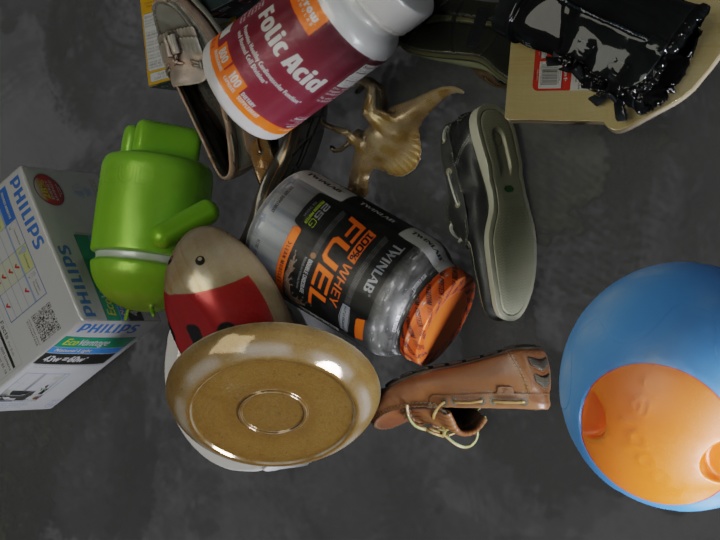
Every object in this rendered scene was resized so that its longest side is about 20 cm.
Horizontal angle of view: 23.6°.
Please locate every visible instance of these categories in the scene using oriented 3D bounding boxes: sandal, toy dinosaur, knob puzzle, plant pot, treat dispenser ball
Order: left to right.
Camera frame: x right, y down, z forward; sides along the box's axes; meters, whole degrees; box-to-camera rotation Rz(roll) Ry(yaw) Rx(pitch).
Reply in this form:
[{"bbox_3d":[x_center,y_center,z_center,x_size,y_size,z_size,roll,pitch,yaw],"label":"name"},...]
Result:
[{"bbox_3d":[-0.086,-0.100,1.687,0.055,0.082,0.200,22,86,14],"label":"sandal"},{"bbox_3d":[-0.081,0.123,1.591,0.200,0.200,0.028,-35,37,30],"label":"plant pot"},{"bbox_3d":[0.027,-0.143,1.661,0.101,0.058,0.200,50,125,8],"label":"toy dinosaur"},{"bbox_3d":[0.126,-0.205,1.577,0.201,0.057,0.080,23,77,28],"label":"sandal"},{"bbox_3d":[0.232,-0.212,1.501,0.219,0.030,0.220,-5,74,18],"label":"knob puzzle"},{"bbox_3d":[0.262,0.093,1.390,0.201,0.201,0.201,0,90,36],"label":"treat dispenser ball"}]

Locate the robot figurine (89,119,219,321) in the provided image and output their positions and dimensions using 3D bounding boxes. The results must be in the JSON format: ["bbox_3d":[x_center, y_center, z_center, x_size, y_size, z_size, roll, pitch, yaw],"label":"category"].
[{"bbox_3d":[-0.214,-0.049,1.757,0.175,0.116,0.200,-8,74,63],"label":"robot figurine"}]

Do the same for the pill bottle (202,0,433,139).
[{"bbox_3d":[-0.038,-0.217,1.576,0.200,0.114,0.114,-34,71,27],"label":"pill bottle"}]

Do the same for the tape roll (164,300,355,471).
[{"bbox_3d":[-0.101,0.101,1.732,0.202,0.071,0.203,-1,89,35],"label":"tape roll"}]

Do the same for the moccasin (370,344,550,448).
[{"bbox_3d":[0.091,0.124,1.592,0.201,0.074,0.078,-16,77,34],"label":"moccasin"}]

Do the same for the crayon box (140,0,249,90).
[{"bbox_3d":[-0.169,-0.299,1.794,0.126,0.052,0.200,-10,85,35],"label":"crayon box"}]

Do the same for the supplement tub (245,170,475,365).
[{"bbox_3d":[0.000,0.000,1.617,0.200,0.122,0.123,30,107,22],"label":"supplement tub"}]

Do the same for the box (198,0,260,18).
[{"bbox_3d":[-0.094,-0.337,1.658,0.200,0.038,0.137,-16,81,49],"label":"box"}]

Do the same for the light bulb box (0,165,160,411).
[{"bbox_3d":[-0.354,0.022,1.880,0.200,0.125,0.198,-36,69,29],"label":"light bulb box"}]

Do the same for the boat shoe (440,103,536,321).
[{"bbox_3d":[0.115,-0.048,1.581,0.068,0.072,0.200,-17,76,41],"label":"boat shoe"}]

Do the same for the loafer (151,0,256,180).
[{"bbox_3d":[-0.155,-0.184,1.719,0.072,0.063,0.200,-6,120,47],"label":"loafer"}]

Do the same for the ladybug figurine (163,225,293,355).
[{"bbox_3d":[-0.126,0.057,1.624,0.136,0.072,0.200,-5,114,44],"label":"ladybug figurine"}]

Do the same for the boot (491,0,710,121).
[{"bbox_3d":[0.220,-0.241,1.458,0.162,0.073,0.198,33,95,25],"label":"boot"}]
